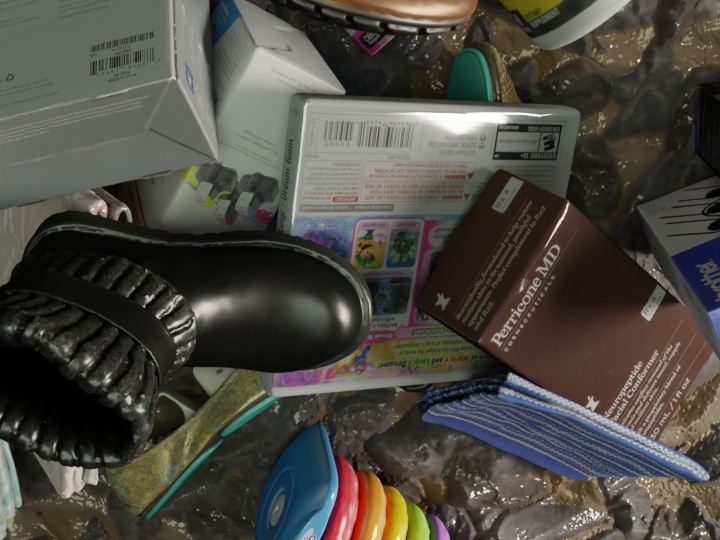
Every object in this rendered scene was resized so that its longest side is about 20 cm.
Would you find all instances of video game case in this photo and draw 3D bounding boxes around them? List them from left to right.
[{"bbox_3d":[0.039,-0.015,0.710,0.198,0.024,0.184,-2,111,-29],"label":"video game case"}]

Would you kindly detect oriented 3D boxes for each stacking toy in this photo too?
[{"bbox_3d":[0.025,0.211,0.853,0.199,0.110,0.117,23,106,-17],"label":"stacking toy"}]

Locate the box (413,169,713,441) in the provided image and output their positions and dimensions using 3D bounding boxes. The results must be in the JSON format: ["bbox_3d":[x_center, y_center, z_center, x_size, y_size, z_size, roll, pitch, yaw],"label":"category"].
[{"bbox_3d":[0.137,0.032,0.728,0.199,0.075,0.101,33,89,-37],"label":"box"}]

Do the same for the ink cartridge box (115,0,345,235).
[{"bbox_3d":[-0.098,-0.064,0.739,0.067,0.115,0.201,23,110,-27],"label":"ink cartridge box"}]

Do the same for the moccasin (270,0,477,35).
[{"bbox_3d":[-0.025,-0.180,0.626,0.200,0.074,0.078,15,97,-15],"label":"moccasin"}]

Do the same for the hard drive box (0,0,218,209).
[{"bbox_3d":[-0.171,-0.149,0.673,0.154,0.202,0.077,-11,149,7],"label":"hard drive box"}]

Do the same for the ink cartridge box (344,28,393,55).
[{"bbox_3d":[-0.033,-0.230,0.701,0.200,0.037,0.095,45,150,-11],"label":"ink cartridge box"}]

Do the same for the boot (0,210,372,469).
[{"bbox_3d":[-0.094,0.038,0.589,0.209,0.158,0.080,6,111,-5],"label":"boot"}]

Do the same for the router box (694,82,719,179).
[{"bbox_3d":[0.323,-0.081,0.700,0.198,0.157,0.053,-3,109,3],"label":"router box"}]

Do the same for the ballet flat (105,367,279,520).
[{"bbox_3d":[-0.113,0.102,0.833,0.200,0.071,0.071,-42,103,15],"label":"ballet flat"}]

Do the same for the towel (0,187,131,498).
[{"bbox_3d":[-0.207,0.017,0.753,0.032,0.191,0.202,-2,113,-34],"label":"towel"}]

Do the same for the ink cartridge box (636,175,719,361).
[{"bbox_3d":[0.240,-0.011,0.704,0.093,0.200,0.045,-22,108,9],"label":"ink cartridge box"}]

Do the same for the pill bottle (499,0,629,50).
[{"bbox_3d":[0.090,-0.242,0.677,0.114,0.114,0.200,-39,103,14],"label":"pill bottle"}]

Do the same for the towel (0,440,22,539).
[{"bbox_3d":[-0.341,0.101,0.823,0.170,0.048,0.202,-1,110,21],"label":"towel"}]

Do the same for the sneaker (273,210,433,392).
[{"bbox_3d":[0.001,0.000,0.770,0.069,0.100,0.201,-33,105,10],"label":"sneaker"}]

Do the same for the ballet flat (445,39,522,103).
[{"bbox_3d":[0.092,-0.057,0.777,0.065,0.070,0.202,-7,114,-24],"label":"ballet flat"}]

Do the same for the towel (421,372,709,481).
[{"bbox_3d":[0.125,0.112,0.766,0.144,0.200,0.024,25,77,-6],"label":"towel"}]
